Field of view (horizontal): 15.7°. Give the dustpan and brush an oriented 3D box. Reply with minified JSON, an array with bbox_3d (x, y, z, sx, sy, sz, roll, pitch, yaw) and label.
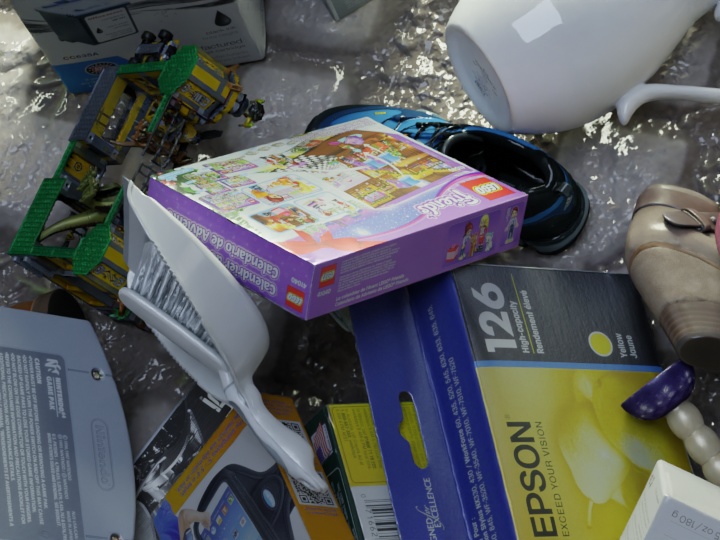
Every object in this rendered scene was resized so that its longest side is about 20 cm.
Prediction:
[{"bbox_3d":[-0.082,0.049,1.523,0.200,0.140,0.057,39,70,11],"label":"dustpan and brush"}]

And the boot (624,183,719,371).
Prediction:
[{"bbox_3d":[0.258,0.015,1.624,0.200,0.070,0.146,20,39,-19],"label":"boot"}]

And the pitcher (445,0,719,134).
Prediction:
[{"bbox_3d":[0.173,-0.152,1.695,0.200,0.121,0.172,-30,73,-13],"label":"pitcher"}]

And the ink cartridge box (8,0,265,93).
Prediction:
[{"bbox_3d":[-0.158,-0.208,1.738,0.146,0.200,0.086,-10,67,9],"label":"ink cartridge box"}]

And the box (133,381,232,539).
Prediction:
[{"bbox_3d":[-0.066,0.181,1.646,0.200,0.048,0.158,34,79,23],"label":"box"}]

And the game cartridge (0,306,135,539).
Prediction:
[{"bbox_3d":[-0.205,0.116,1.617,0.133,0.040,0.200,9,55,-28],"label":"game cartridge"}]

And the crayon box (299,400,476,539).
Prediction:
[{"bbox_3d":[0.068,0.144,1.590,0.200,0.051,0.127,0,61,-31],"label":"crayon box"}]

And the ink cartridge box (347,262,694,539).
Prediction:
[{"bbox_3d":[0.103,0.090,1.584,0.200,0.047,0.198,3,61,-33],"label":"ink cartridge box"}]

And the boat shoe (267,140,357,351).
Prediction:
[{"bbox_3d":[-0.002,0.000,1.703,0.074,0.065,0.202,-39,70,-25],"label":"boat shoe"}]

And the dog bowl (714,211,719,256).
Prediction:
[{"bbox_3d":[0.301,-0.008,1.571,0.200,0.200,0.074,48,122,24],"label":"dog bowl"}]

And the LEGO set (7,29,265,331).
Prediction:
[{"bbox_3d":[-0.127,-0.044,1.703,0.154,0.116,0.200,-9,55,49],"label":"LEGO set"}]

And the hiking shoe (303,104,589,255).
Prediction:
[{"bbox_3d":[0.053,-0.076,1.701,0.200,0.087,0.074,15,72,18],"label":"hiking shoe"}]

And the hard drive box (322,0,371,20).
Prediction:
[{"bbox_3d":[-0.041,-0.285,1.744,0.077,0.200,0.156,-31,65,-1],"label":"hard drive box"}]

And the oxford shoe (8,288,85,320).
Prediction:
[{"bbox_3d":[-0.218,0.113,1.704,0.071,0.071,0.200,-15,58,22],"label":"oxford shoe"}]

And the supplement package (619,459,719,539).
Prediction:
[{"bbox_3d":[0.181,0.229,1.485,0.121,0.120,0.200,25,97,2],"label":"supplement package"}]

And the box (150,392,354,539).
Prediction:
[{"bbox_3d":[-0.052,0.184,1.539,0.119,0.041,0.200,-52,44,30],"label":"box"}]

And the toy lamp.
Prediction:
[{"bbox_3d":[0.235,0.146,1.569,0.058,0.058,0.200,-37,83,-4],"label":"toy lamp"}]

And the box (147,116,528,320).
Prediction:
[{"bbox_3d":[-0.013,-0.035,1.582,0.137,0.200,0.039,28,120,34],"label":"box"}]
